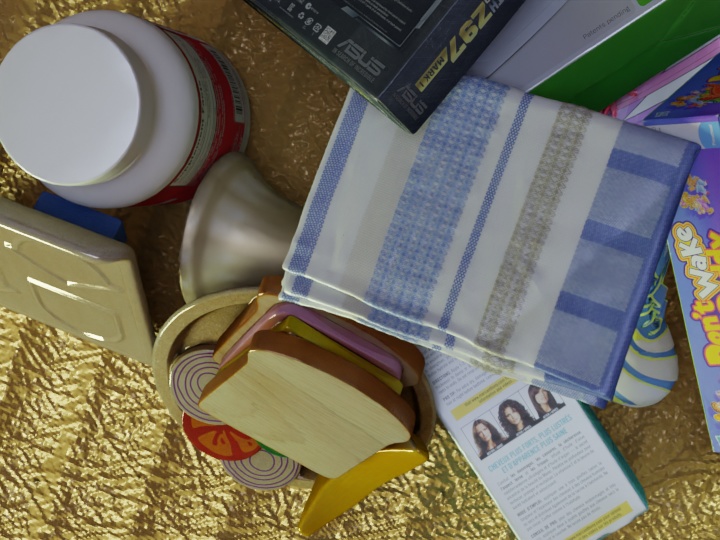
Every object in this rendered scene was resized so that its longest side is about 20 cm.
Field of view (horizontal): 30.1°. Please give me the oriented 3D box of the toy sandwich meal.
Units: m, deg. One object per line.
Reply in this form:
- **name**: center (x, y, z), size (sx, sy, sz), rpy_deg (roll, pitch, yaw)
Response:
- **toy sandwich meal**: center (-0.042, 0.088, 0.817), size (0.202, 0.071, 0.207), rpy_deg (8, 135, 8)

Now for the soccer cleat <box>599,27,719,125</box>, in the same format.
- **soccer cleat**: center (0.179, -0.113, 0.814), size (0.075, 0.067, 0.202), rpy_deg (21, 102, -9)

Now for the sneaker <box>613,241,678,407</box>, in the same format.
- **sneaker**: center (0.149, 0.014, 0.778), size (0.200, 0.104, 0.076), rpy_deg (46, 68, -27)

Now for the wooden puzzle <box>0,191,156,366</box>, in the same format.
- **wooden puzzle**: center (-0.210, -0.016, 0.830), size (0.183, 0.200, 0.047), rpy_deg (21, 70, 7)

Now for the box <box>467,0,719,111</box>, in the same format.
- **box**: center (0.089, -0.174, 0.784), size (0.198, 0.097, 0.178), rpy_deg (-31, 71, 15)

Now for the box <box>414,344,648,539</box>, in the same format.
- **box**: center (0.095, 0.084, 0.852), size (0.082, 0.049, 0.201), rpy_deg (-33, 89, 10)

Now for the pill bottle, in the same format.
- **pill bottle**: center (-0.140, -0.094, 0.800), size (0.110, 0.200, 0.114), rpy_deg (1, 94, 9)

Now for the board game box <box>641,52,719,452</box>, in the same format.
- **board game box**: center (0.226, -0.017, 0.752), size (0.044, 0.134, 0.203), rpy_deg (1, 117, 41)

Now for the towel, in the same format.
- **towel**: center (0.062, -0.025, 0.704), size (0.198, 0.024, 0.149), rpy_deg (18, 85, 23)

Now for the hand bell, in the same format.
- **hand bell**: center (0.000, 0.000, 0.816), size (0.197, 0.104, 0.106), rpy_deg (15, 97, 18)

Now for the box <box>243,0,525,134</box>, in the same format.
- **box**: center (0.007, -0.192, 0.732), size (0.200, 0.051, 0.158), rpy_deg (41, 94, 33)
